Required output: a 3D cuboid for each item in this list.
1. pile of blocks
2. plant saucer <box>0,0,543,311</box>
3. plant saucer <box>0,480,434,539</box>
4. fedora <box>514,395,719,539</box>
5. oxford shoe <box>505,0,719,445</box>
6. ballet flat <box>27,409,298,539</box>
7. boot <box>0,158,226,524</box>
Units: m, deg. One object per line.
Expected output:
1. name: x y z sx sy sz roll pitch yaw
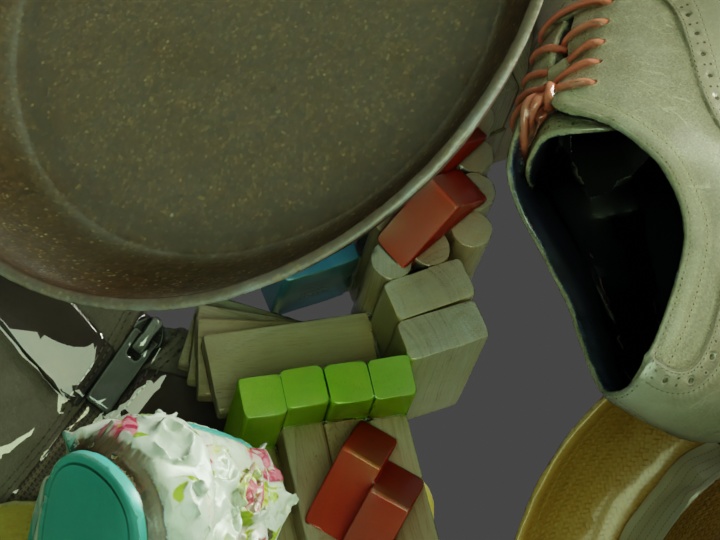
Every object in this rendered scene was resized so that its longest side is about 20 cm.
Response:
1. pile of blocks: 0.000 0.000 0.768 0.081 0.062 0.201 14 63 -3
2. plant saucer: -0.033 -0.077 0.772 0.199 0.037 0.202 -11 63 22
3. plant saucer: -0.072 0.161 0.789 0.198 0.048 0.201 -5 112 -12
4. fedora: 0.133 0.115 0.826 0.199 0.082 0.202 -1 95 -6
5. oxford shoe: 0.070 -0.049 0.744 0.074 0.070 0.201 11 50 -38
6. ballet flat: -0.060 0.126 0.719 0.064 0.076 0.201 -5 123 -47
7. boot: -0.133 0.032 0.799 0.200 0.070 0.147 36 87 -13
